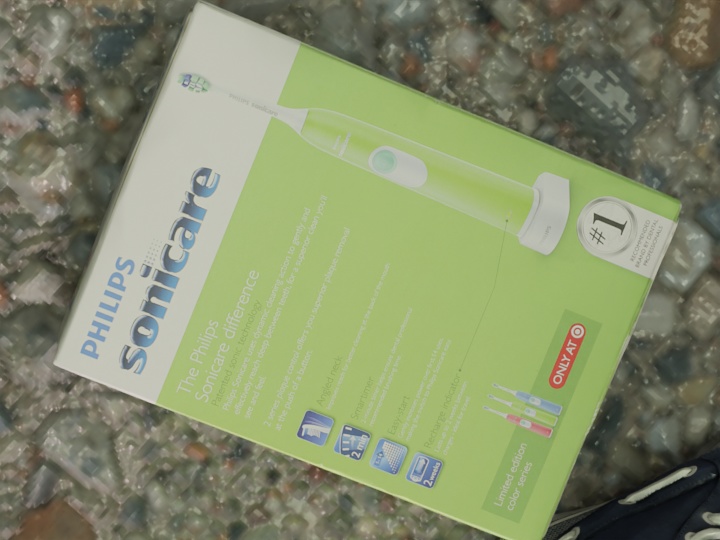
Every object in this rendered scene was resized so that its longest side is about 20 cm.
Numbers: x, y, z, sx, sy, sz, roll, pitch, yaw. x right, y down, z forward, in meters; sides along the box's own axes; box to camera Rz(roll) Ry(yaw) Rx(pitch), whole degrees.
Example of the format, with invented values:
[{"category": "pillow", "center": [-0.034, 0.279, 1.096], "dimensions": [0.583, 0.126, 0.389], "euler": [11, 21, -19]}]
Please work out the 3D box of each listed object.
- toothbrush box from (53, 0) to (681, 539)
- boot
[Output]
[{"category": "toothbrush box", "center": [0.000, 0.000, 0.775], "dimensions": [0.200, 0.086, 0.146], "euler": [21, 93, -9]}, {"category": "boot", "center": [0.147, 0.113, 0.802], "dimensions": [0.200, 0.090, 0.073], "euler": [-24, 98, -4]}]
